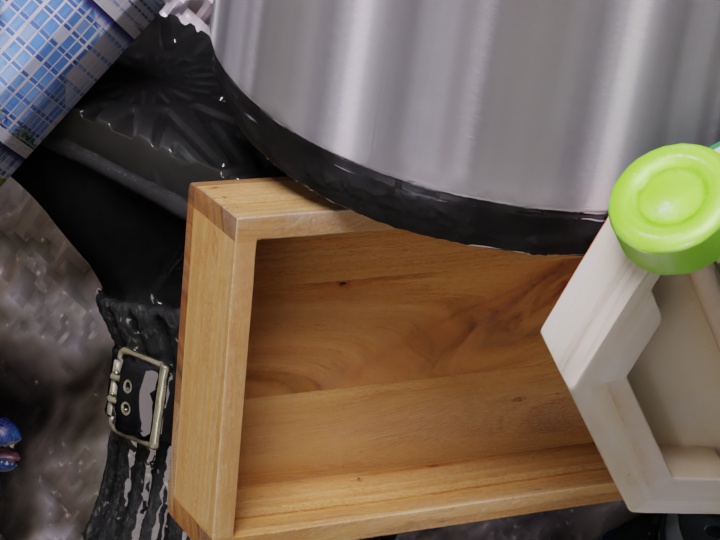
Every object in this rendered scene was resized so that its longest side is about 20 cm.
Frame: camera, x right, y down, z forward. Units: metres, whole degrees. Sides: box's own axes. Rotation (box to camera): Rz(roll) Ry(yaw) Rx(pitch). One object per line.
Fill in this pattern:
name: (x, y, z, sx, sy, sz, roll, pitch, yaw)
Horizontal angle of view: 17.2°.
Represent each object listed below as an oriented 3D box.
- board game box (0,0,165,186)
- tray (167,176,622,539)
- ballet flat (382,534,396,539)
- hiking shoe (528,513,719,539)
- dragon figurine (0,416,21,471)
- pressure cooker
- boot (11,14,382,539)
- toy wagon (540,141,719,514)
board game box: (-0.165, -0.112, 0.695, 0.200, 0.062, 0.200, 42, 91, 7)
tray: (0.044, 0.019, 0.690, 0.037, 0.199, 0.099, 36, 126, 55)
ballet flat: (0.000, 0.000, 0.778, 0.067, 0.046, 0.201, 16, 117, 49)
hiking shoe: (0.126, 0.167, 0.764, 0.087, 0.074, 0.201, -24, 86, 36)
dragon figurine: (-0.202, 0.086, 0.878, 0.199, 0.059, 0.100, 6, 107, 33)
pressure cooker: (0.050, -0.125, 0.629, 0.178, 0.176, 0.201, -4, 122, -21)
boot: (-0.068, 0.012, 0.766, 0.211, 0.079, 0.158, 32, 128, 43)
toy wagon: (0.149, -0.004, 0.624, 0.200, 0.155, 0.040, -28, 49, 2)
